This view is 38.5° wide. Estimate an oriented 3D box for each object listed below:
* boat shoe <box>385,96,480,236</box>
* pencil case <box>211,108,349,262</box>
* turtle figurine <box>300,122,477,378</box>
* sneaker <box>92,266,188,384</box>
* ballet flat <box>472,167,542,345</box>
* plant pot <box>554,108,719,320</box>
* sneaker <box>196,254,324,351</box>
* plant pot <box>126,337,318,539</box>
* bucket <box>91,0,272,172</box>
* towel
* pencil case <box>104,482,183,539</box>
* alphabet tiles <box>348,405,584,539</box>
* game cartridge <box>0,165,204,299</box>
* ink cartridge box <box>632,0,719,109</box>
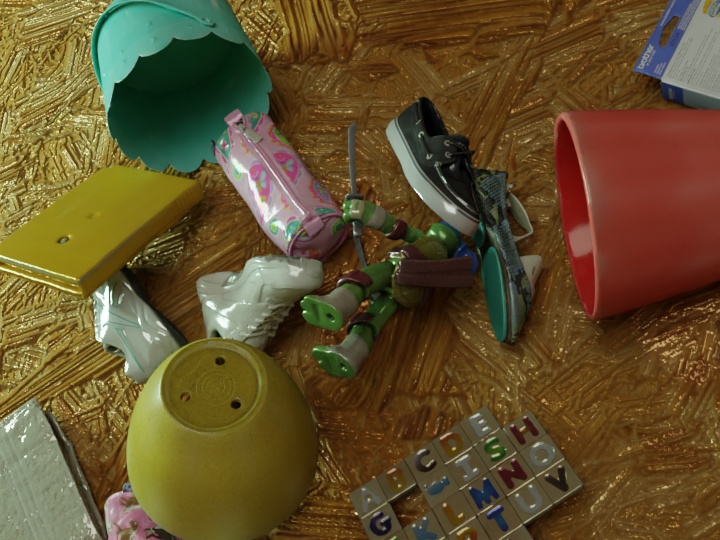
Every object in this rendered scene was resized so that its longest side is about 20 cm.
[{"bbox_3d":[0.086,-0.116,1.066,0.066,0.069,0.201,-49,34,20],"label":"boat shoe"},{"bbox_3d":[-0.093,-0.096,1.169,0.087,0.088,0.201,-37,59,1],"label":"pencil case"},{"bbox_3d":[0.000,0.000,1.045,0.199,0.144,0.194,39,54,6],"label":"turtle figurine"},{"bbox_3d":[-0.281,0.046,1.188,0.080,0.070,0.200,-43,60,1],"label":"sneaker"},{"bbox_3d":[0.152,-0.022,1.061,0.073,0.074,0.202,-18,66,12],"label":"ballet flat"},{"bbox_3d":[0.285,-0.064,0.965,0.175,0.201,0.203,-10,63,4],"label":"plant pot"},{"bbox_3d":[-0.103,0.041,1.102,0.199,0.077,0.101,-18,73,51],"label":"sneaker"},{"bbox_3d":[-0.140,0.147,1.008,0.197,0.143,0.202,1,56,-1],"label":"plant pot"},{"bbox_3d":[-0.216,-0.235,1.218,0.205,0.207,0.136,-29,55,6],"label":"bucket"},{"bbox_3d":[-0.371,0.255,1.149,0.132,0.034,0.201,-36,61,4],"label":"towel"},{"bbox_3d":[-0.205,0.316,1.033,0.082,0.087,0.202,-3,60,-23],"label":"pencil case"},{"bbox_3d":[0.102,0.220,0.969,0.199,0.008,0.168,-33,44,-1],"label":"alphabet tiles"},{"bbox_3d":[-0.306,-0.052,1.204,0.175,0.033,0.200,13,43,37],"label":"game cartridge"},{"bbox_3d":[0.398,-0.216,1.066,0.198,0.042,0.120,24,77,25],"label":"ink cartridge box"}]
